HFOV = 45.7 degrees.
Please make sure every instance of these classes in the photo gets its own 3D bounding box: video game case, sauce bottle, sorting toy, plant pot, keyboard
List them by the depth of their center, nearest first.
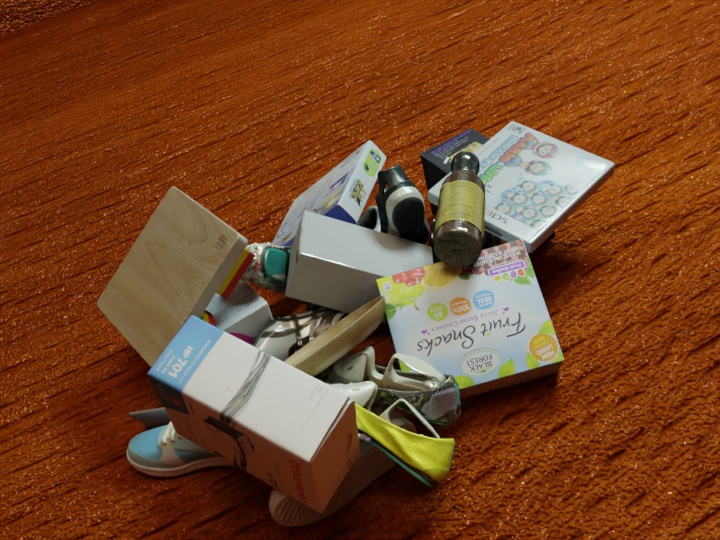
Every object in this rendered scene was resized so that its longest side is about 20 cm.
[{"bbox_3d":[-0.045,0.098,1.048,0.199,0.028,0.200,-36,1,1],"label":"plant pot"},{"bbox_3d":[0.134,-0.087,1.125,0.064,0.065,0.201,-3,37,14],"label":"sauce bottle"},{"bbox_3d":[-0.201,0.183,1.128,0.198,0.056,0.011,-9,59,7],"label":"keyboard"},{"bbox_3d":[-0.241,0.015,1.154,0.200,0.069,0.200,33,90,45],"label":"sorting toy"},{"bbox_3d":[0.225,-0.124,1.203,0.181,0.024,0.200,31,58,35],"label":"video game case"},{"bbox_3d":[-0.059,-0.095,1.359,0.199,0.045,0.182,-34,21,38],"label":"video game case"}]

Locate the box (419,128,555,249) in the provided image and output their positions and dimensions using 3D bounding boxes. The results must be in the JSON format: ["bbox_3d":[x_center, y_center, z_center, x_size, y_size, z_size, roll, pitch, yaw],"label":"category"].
[{"bbox_3d":[0.193,-0.116,1.318,0.105,0.123,0.200,-28,39,-15],"label":"box"}]

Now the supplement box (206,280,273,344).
[{"bbox_3d":[-0.208,0.063,1.243,0.103,0.102,0.200,-32,40,-21],"label":"supplement box"}]

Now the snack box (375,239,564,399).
[{"bbox_3d":[0.136,0.071,1.089,0.198,0.068,0.170,-15,69,1],"label":"snack box"}]

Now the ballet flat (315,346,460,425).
[{"bbox_3d":[0.026,0.126,1.013,0.198,0.073,0.072,10,43,22],"label":"ballet flat"}]

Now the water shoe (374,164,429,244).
[{"bbox_3d":[0.060,-0.086,1.265,0.071,0.200,0.080,-19,67,-9],"label":"water shoe"}]

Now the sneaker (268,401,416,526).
[{"bbox_3d":[-0.039,0.216,1.014,0.199,0.076,0.104,-28,40,-26],"label":"sneaker"}]

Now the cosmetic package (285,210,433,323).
[{"bbox_3d":[0.000,0.000,1.198,0.198,0.082,0.113,15,34,-8],"label":"cosmetic package"}]

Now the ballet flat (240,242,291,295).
[{"bbox_3d":[-0.131,-0.004,1.243,0.063,0.200,0.077,0,78,16],"label":"ballet flat"}]

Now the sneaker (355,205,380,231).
[{"bbox_3d":[-0.023,-0.024,1.306,0.073,0.089,0.200,13,46,30],"label":"sneaker"}]

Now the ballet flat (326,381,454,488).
[{"bbox_3d":[0.017,0.165,0.956,0.199,0.067,0.067,29,85,14],"label":"ballet flat"}]

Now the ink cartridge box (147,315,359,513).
[{"bbox_3d":[-0.109,0.153,0.904,0.199,0.147,0.086,25,59,20],"label":"ink cartridge box"}]

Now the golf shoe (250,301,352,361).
[{"bbox_3d":[-0.070,0.097,1.174,0.200,0.078,0.094,-39,44,-27],"label":"golf shoe"}]

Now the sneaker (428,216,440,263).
[{"bbox_3d":[0.131,-0.010,1.238,0.071,0.083,0.201,-16,37,-2],"label":"sneaker"}]

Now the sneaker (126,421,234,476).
[{"bbox_3d":[-0.211,0.185,1.063,0.198,0.131,0.080,-9,39,7],"label":"sneaker"}]
